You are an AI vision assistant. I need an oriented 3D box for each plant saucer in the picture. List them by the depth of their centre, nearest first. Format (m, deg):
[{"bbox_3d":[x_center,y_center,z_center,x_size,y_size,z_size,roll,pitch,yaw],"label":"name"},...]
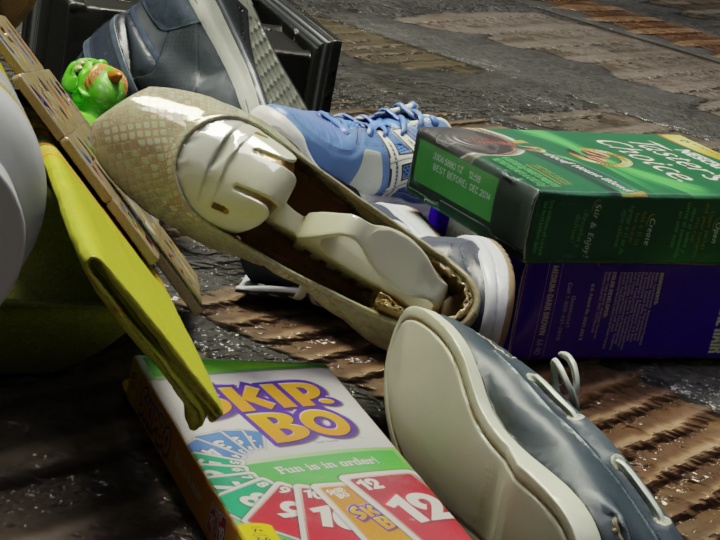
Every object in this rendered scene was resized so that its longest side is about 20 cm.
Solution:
[{"bbox_3d":[-0.224,0.000,0.829,0.199,0.048,0.200,2,19,-29],"label":"plant saucer"}]

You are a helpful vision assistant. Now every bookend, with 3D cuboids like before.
[{"bbox_3d":[-0.141,-0.161,1.319,0.199,0.092,0.199,4,19,-19],"label":"bookend"}]

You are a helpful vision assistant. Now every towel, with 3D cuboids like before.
[{"bbox_3d":[-0.105,-0.006,0.731,0.086,0.018,0.200,53,-1,-26],"label":"towel"}]

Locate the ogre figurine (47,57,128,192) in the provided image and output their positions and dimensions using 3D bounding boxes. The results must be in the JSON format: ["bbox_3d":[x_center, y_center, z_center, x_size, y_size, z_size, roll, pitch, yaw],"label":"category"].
[{"bbox_3d":[-0.176,-0.072,1.020,0.120,0.098,0.200,13,-21,50],"label":"ogre figurine"}]

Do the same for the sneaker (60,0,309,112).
[{"bbox_3d":[-0.113,-0.090,1.155,0.077,0.146,0.203,20,41,-63],"label":"sneaker"}]

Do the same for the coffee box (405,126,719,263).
[{"bbox_3d":[0.140,-0.044,0.995,0.199,0.044,0.123,0,21,-31],"label":"coffee box"}]

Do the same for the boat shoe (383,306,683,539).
[{"bbox_3d":[0.068,0.075,0.733,0.062,0.075,0.200,1,21,-24],"label":"boat shoe"}]

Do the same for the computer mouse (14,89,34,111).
[{"bbox_3d":[-0.245,-0.063,0.932,0.200,0.034,0.059,-10,-5,32],"label":"computer mouse"}]

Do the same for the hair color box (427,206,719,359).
[{"bbox_3d":[0.146,0.005,1.025,0.199,0.065,0.109,0,20,-28],"label":"hair color box"}]

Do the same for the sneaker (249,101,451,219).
[{"bbox_3d":[0.007,-0.071,1.067,0.076,0.077,0.200,34,11,40],"label":"sneaker"}]

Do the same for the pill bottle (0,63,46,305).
[{"bbox_3d":[-0.188,-0.043,0.717,0.112,0.112,0.200,5,19,-20],"label":"pill bottle"}]

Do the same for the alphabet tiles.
[{"bbox_3d":[-0.129,-0.054,0.854,0.167,0.006,0.200,54,-1,-10],"label":"alphabet tiles"}]

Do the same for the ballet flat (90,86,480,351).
[{"bbox_3d":[-0.028,-0.028,0.811,0.200,0.068,0.062,30,-18,-17],"label":"ballet flat"}]

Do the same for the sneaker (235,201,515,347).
[{"bbox_3d":[0.000,0.000,0.931,0.108,0.070,0.200,10,10,-21],"label":"sneaker"}]

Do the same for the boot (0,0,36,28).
[{"bbox_3d":[-0.279,-0.134,0.937,0.155,0.073,0.200,18,51,44],"label":"boot"}]

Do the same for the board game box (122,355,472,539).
[{"bbox_3d":[-0.032,0.079,0.740,0.095,0.030,0.200,4,16,-23],"label":"board game box"}]
